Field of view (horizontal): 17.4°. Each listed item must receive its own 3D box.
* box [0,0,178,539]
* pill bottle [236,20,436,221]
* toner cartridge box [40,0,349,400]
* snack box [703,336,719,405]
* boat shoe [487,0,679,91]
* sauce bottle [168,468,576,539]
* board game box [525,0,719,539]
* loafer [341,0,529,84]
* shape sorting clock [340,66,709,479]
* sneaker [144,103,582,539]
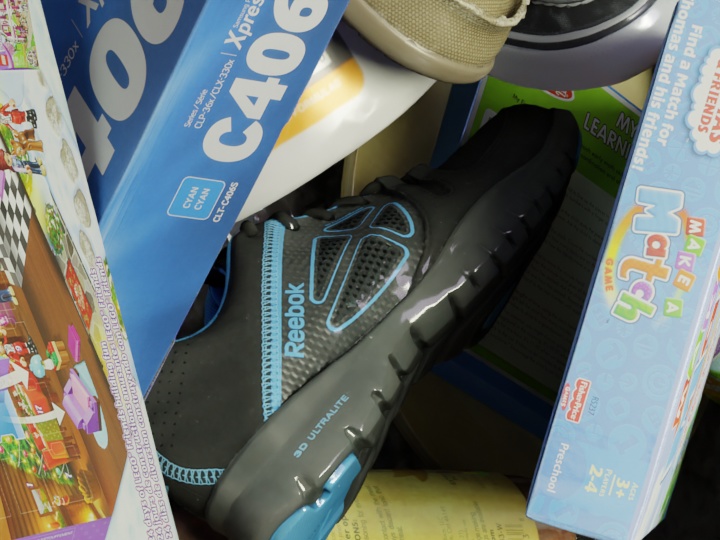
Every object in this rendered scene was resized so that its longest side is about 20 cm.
[{"bbox_3d":[-0.123,-0.015,0.559,0.137,0.039,0.200,-5,79,-56],"label":"box"},{"bbox_3d":[-0.068,-0.119,0.729,0.116,0.116,0.200,-41,103,-36],"label":"pill bottle"},{"bbox_3d":[-0.071,-0.040,0.646,0.043,0.200,0.095,6,35,-36],"label":"toner cartridge box"},{"bbox_3d":[0.230,0.063,0.849,0.200,0.169,0.068,36,78,-34],"label":"snack box"},{"bbox_3d":[0.036,-0.129,0.766,0.072,0.200,0.068,-32,133,-4],"label":"boat shoe"},{"bbox_3d":[-0.027,0.092,0.737,0.200,0.066,0.066,6,75,-32],"label":"sauce bottle"},{"bbox_3d":[0.096,0.006,0.732,0.037,0.200,0.151,17,89,11],"label":"board game box"},{"bbox_3d":[0.006,-0.152,0.684,0.076,0.067,0.200,-10,78,-54],"label":"loafer"},{"bbox_3d":[0.066,-0.008,0.848,0.200,0.039,0.200,2,87,-41],"label":"shape sorting clock"},{"bbox_3d":[0.000,0.000,0.728,0.082,0.073,0.200,34,50,12],"label":"sneaker"}]
